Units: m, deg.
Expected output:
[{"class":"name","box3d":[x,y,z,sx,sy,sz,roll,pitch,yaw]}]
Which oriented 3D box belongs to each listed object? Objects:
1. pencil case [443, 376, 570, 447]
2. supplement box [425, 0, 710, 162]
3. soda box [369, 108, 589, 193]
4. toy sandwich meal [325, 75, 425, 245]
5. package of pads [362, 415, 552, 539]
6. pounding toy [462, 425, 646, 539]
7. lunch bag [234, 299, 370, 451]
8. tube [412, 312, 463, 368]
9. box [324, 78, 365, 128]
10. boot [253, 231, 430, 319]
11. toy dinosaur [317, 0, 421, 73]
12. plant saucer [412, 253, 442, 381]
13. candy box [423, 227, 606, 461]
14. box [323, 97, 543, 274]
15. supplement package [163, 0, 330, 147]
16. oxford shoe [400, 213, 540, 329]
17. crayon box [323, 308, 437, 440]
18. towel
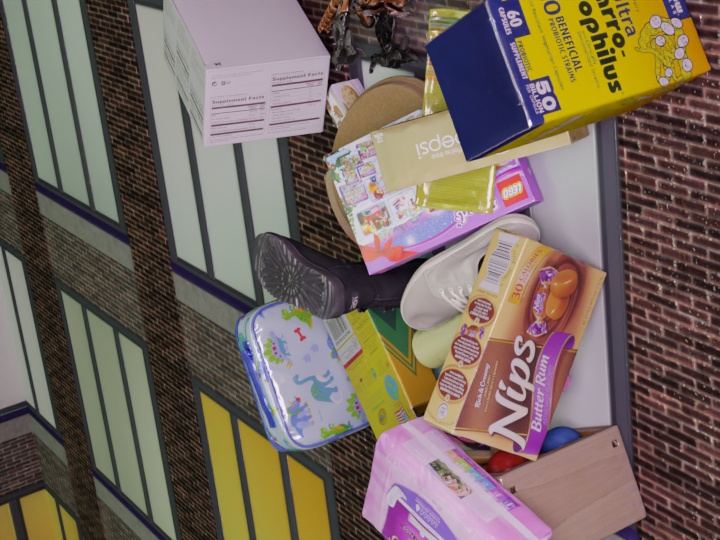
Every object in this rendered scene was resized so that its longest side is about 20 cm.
[{"class":"pencil case","box3d":[0.150,0.130,1.570,0.093,0.091,0.200,32,150,-4]},{"class":"supplement box","box3d":[0.175,-0.180,1.209,0.109,0.199,0.110,-25,85,62]},{"class":"soda box","box3d":[0.114,-0.132,1.385,0.198,0.068,0.065,-14,96,27]},{"class":"toy sandwich meal","box3d":[0.044,-0.114,1.591,0.204,0.070,0.207,-6,82,42]},{"class":"package of pads","box3d":[0.093,0.249,1.401,0.200,0.075,0.121,39,132,36]},{"class":"pounding toy","box3d":[0.153,0.225,1.508,0.200,0.183,0.143,-17,92,62]},{"class":"lunch bag","box3d":[-0.072,0.129,1.883,0.082,0.160,0.202,-24,86,62]},{"class":"tube","box3d":[0.124,0.058,1.559,0.200,0.052,0.058,-36,32,56]},{"class":"box","box3d":[0.020,-0.134,1.688,0.201,0.041,0.039,63,151,19]},{"class":"boot","box3d":[0.001,0.001,1.604,0.165,0.199,0.066,36,123,42]},{"class":"toy dinosaur","box3d":[0.012,-0.294,1.585,0.200,0.101,0.137,144,121,-79]},{"class":"plant saucer","box3d":[0.078,0.073,1.723,0.200,0.027,0.202,38,138,45]},{"class":"candy box","box3d":[0.151,0.074,1.398,0.056,0.116,0.202,19,87,56]},{"class":"box","box3d":[0.074,-0.096,1.490,0.199,0.039,0.138,-24,84,22]},{"class":"supplement package","box3d":[-0.142,-0.261,1.747,0.201,0.154,0.112,-118,26,-43]},{"class":"oxford shoe","box3d":[0.110,0.013,1.485,0.200,0.075,0.058,-38,38,39]},{"class":"crayon box","box3d":[0.031,0.119,1.752,0.201,0.050,0.127,66,152,12]},{"class":"towel","box3d":[0.101,-0.161,1.445,0.085,0.018,0.202,7,95,23]}]
